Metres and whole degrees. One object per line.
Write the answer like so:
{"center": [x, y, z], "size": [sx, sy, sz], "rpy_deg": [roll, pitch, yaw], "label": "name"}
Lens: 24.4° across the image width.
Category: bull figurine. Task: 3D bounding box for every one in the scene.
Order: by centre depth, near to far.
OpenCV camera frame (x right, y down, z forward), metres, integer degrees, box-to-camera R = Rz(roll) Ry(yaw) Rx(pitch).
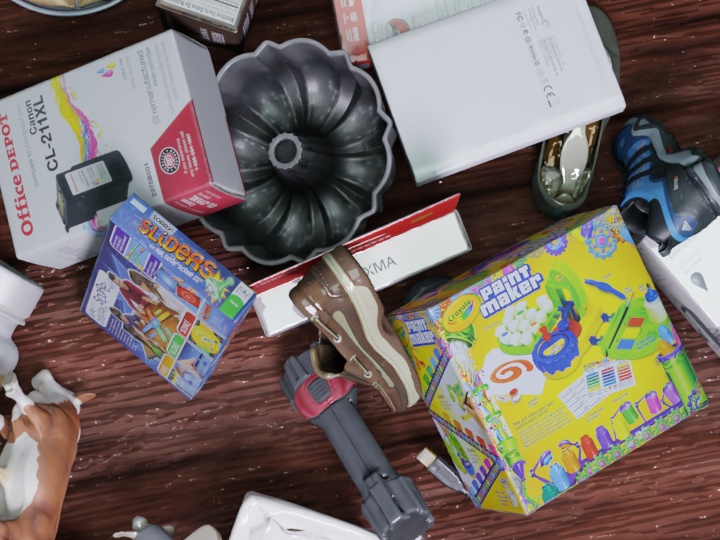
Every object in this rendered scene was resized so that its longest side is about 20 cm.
{"center": [-0.290, 0.162, 1.441], "size": [0.064, 0.121, 0.202], "rpy_deg": [-15, 54, 25], "label": "bull figurine"}

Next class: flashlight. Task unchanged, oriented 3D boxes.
{"center": [-0.002, 0.154, 1.454], "size": [0.067, 0.068, 0.201], "rpy_deg": [-10, 49, -31], "label": "flashlight"}

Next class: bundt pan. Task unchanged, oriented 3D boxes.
{"center": [-0.055, -0.100, 1.489], "size": [0.199, 0.076, 0.205], "rpy_deg": [-2, 82, 18], "label": "bundt pan"}

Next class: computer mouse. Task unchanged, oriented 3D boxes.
{"center": [0.087, 0.112, 1.515], "size": [0.200, 0.046, 0.141], "rpy_deg": [46, 78, -9], "label": "computer mouse"}

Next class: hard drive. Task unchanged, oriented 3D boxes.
{"center": [0.120, -0.171, 1.485], "size": [0.198, 0.027, 0.133], "rpy_deg": [-20, 81, -2], "label": "hard drive"}

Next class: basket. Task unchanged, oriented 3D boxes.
{"center": [-0.070, 0.304, 1.458], "size": [0.134, 0.123, 0.202], "rpy_deg": [18, 86, -5], "label": "basket"}

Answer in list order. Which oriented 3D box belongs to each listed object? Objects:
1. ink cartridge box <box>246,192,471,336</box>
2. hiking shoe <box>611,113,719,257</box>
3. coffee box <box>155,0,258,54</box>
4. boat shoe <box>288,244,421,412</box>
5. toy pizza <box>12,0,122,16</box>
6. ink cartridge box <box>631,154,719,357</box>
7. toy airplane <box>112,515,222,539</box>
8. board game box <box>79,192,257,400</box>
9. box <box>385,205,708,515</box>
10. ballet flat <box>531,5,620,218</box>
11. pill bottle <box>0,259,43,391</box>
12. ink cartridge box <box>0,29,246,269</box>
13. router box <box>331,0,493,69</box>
{"center": [0.000, 0.000, 1.454], "size": [0.198, 0.176, 0.045], "rpy_deg": [-23, 87, -2], "label": "ink cartridge box"}
{"center": [0.251, -0.078, 1.458], "size": [0.086, 0.200, 0.075], "rpy_deg": [-40, 109, 2], "label": "hiking shoe"}
{"center": [-0.114, -0.310, 1.500], "size": [0.079, 0.114, 0.202], "rpy_deg": [18, 88, -1], "label": "coffee box"}
{"center": [-0.010, 0.062, 1.413], "size": [0.074, 0.203, 0.075], "rpy_deg": [-34, 46, -7], "label": "boat shoe"}
{"center": [-0.272, -0.337, 1.538], "size": [0.197, 0.032, 0.203], "rpy_deg": [0, 87, -2], "label": "toy pizza"}
{"center": [0.361, 0.003, 1.510], "size": [0.145, 0.085, 0.200], "rpy_deg": [-42, 90, -3], "label": "ink cartridge box"}
{"center": [-0.223, 0.303, 1.405], "size": [0.141, 0.197, 0.201], "rpy_deg": [51, 45, -32], "label": "toy airplane"}
{"center": [-0.171, 0.028, 1.438], "size": [0.135, 0.200, 0.035], "rpy_deg": [39, 62, 1], "label": "board game box"}
{"center": [0.161, 0.077, 1.450], "size": [0.198, 0.122, 0.194], "rpy_deg": [-27, 94, -18], "label": "box"}
{"center": [0.202, -0.148, 1.524], "size": [0.066, 0.064, 0.203], "rpy_deg": [11, 86, -1], "label": "ballet flat"}
{"center": [-0.368, 0.080, 1.470], "size": [0.114, 0.114, 0.201], "rpy_deg": [31, 86, 0], "label": "pill bottle"}
{"center": [-0.218, -0.103, 1.463], "size": [0.198, 0.083, 0.148], "rpy_deg": [-19, 79, 16], "label": "ink cartridge box"}
{"center": [0.053, -0.300, 1.535], "size": [0.177, 0.049, 0.203], "rpy_deg": [-11, 87, -2], "label": "router box"}
